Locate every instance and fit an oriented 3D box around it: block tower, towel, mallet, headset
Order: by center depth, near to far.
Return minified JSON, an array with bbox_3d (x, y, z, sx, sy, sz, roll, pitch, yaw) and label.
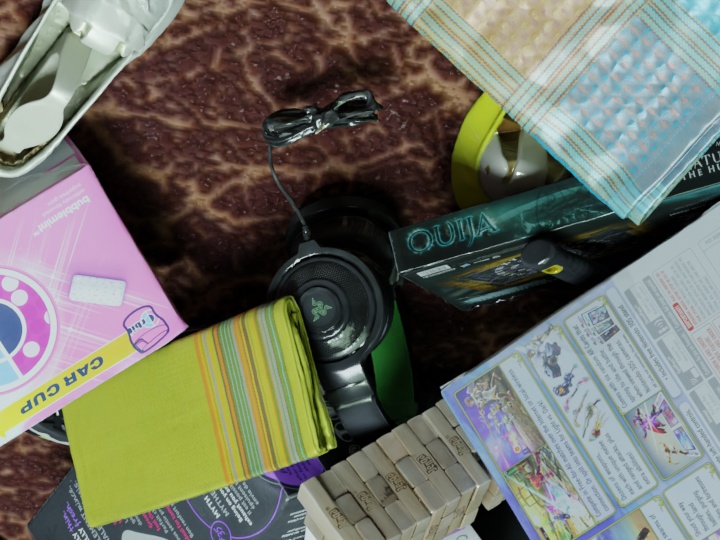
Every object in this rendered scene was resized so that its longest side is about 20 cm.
[{"bbox_3d":[0.104,-0.134,1.153,0.200,0.022,0.147,42,121,4],"label":"towel"},{"bbox_3d":[0.147,0.005,1.274,0.066,0.041,0.200,-19,161,18],"label":"mallet"},{"bbox_3d":[0.059,0.099,1.282,0.200,0.054,0.058,-28,156,-25],"label":"block tower"},{"bbox_3d":[0.000,0.000,1.284,0.094,0.124,0.200,-17,114,15],"label":"headset"},{"bbox_3d":[-0.093,0.080,1.293,0.018,0.086,0.200,-3,166,-45],"label":"towel"}]

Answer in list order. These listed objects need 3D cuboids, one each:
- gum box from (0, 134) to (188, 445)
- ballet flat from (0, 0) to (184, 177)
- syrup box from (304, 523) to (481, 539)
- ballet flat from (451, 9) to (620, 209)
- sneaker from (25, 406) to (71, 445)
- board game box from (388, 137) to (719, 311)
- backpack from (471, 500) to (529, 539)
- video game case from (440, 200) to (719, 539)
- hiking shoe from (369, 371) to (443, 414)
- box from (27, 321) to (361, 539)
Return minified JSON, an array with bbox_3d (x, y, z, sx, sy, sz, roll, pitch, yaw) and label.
[{"bbox_3d":[-0.211,0.030,1.283,0.200,0.066,0.114,-32,117,-6],"label":"gum box"},{"bbox_3d":[-0.139,-0.118,1.214,0.069,0.069,0.200,27,128,-21],"label":"ballet flat"},{"bbox_3d":[0.015,0.214,1.360,0.079,0.081,0.200,-21,140,-26],"label":"syrup box"},{"bbox_3d":[0.098,-0.081,1.238,0.067,0.067,0.200,19,131,-12],"label":"ballet flat"},{"bbox_3d":[-0.227,0.043,1.380,0.200,0.072,0.083,30,161,-28],"label":"sneaker"},{"bbox_3d":[0.128,-0.025,1.261,0.200,0.028,0.135,-16,167,13],"label":"board game box"},{"bbox_3d":[0.155,0.191,1.393,0.200,0.176,0.153,18,100,-42],"label":"backpack"},{"bbox_3d":[0.168,0.095,1.199,0.181,0.200,0.045,-34,164,10],"label":"video game case"},{"bbox_3d":[0.029,0.148,1.443,0.101,0.076,0.200,5,132,2],"label":"hiking shoe"},{"bbox_3d":[-0.085,0.130,1.378,0.106,0.122,0.200,-11,150,-47],"label":"box"}]
